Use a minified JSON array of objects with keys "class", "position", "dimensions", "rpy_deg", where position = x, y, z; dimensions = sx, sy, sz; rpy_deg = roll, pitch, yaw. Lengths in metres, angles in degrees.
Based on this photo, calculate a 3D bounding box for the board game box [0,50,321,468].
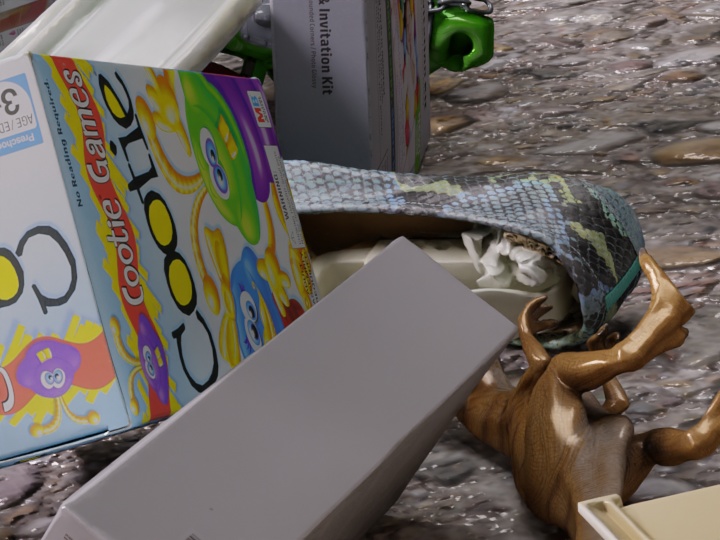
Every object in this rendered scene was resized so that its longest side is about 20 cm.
[{"class":"board game box","position":[-0.092,0.001,0.805],"dimensions":[0.104,0.104,0.200],"rpy_deg":[-16,-2,15]}]

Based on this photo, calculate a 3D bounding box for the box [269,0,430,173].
[{"class":"box","position":[-0.002,-0.099,1.103],"dimensions":[0.041,0.157,0.200],"rpy_deg":[0,19,7]}]

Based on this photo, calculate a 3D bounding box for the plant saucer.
[{"class":"plant saucer","position":[-0.119,-0.068,1.053],"dimensions":[0.200,0.050,0.200],"rpy_deg":[-42,11,10]}]

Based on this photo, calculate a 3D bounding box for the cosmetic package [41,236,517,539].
[{"class":"cosmetic package","position":[-0.031,0.064,0.733],"dimensions":[0.051,0.083,0.200],"rpy_deg":[37,30,9]}]

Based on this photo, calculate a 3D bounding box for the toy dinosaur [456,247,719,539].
[{"class":"toy dinosaur","position":[0.069,0.057,0.805],"dimensions":[0.106,0.060,0.200],"rpy_deg":[-40,18,6]}]

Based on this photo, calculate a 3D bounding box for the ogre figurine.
[{"class":"ogre figurine","position":[-0.033,-0.123,1.295],"dimensions":[0.119,0.099,0.200],"rpy_deg":[3,27,-34]}]

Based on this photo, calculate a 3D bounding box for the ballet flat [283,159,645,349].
[{"class":"ballet flat","position":[0.000,0.000,0.960],"dimensions":[0.198,0.075,0.074],"rpy_deg":[-4,18,18]}]

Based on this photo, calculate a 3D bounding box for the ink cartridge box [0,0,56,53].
[{"class":"ink cartridge box","position":[-0.201,-0.105,1.202],"dimensions":[0.145,0.146,0.199],"rpy_deg":[12,25,40]}]

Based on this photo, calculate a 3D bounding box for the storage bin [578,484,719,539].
[{"class":"storage bin","position":[0.171,0.103,0.553],"dimensions":[0.198,0.094,0.199],"rpy_deg":[-10,20,-13]}]
